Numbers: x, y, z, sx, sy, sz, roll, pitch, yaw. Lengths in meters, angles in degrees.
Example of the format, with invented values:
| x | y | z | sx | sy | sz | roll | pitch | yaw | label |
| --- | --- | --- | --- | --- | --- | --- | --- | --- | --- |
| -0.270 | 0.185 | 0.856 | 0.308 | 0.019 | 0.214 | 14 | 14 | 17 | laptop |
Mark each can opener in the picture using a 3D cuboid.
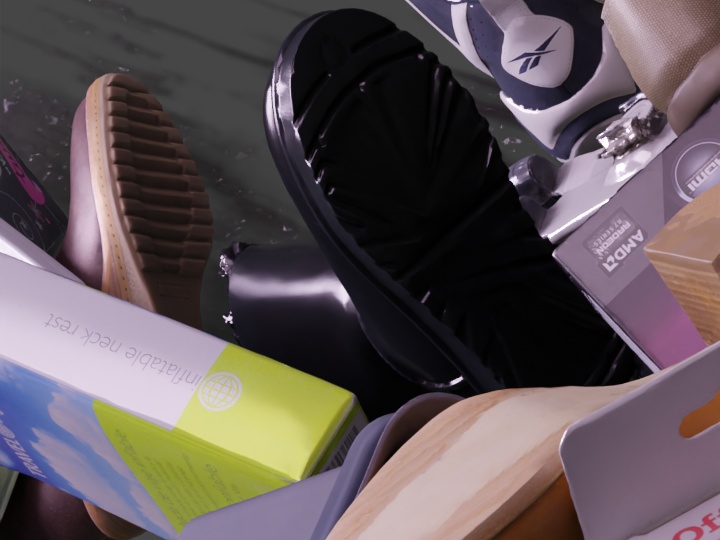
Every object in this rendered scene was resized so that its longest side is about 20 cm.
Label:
| x | y | z | sx | sy | sz | roll | pitch | yaw | label |
| --- | --- | --- | --- | --- | --- | --- | --- | --- | --- |
| 0.071 | -0.011 | 1.168 | 0.200 | 0.066 | 0.053 | -29 | 23 | 33 | can opener |

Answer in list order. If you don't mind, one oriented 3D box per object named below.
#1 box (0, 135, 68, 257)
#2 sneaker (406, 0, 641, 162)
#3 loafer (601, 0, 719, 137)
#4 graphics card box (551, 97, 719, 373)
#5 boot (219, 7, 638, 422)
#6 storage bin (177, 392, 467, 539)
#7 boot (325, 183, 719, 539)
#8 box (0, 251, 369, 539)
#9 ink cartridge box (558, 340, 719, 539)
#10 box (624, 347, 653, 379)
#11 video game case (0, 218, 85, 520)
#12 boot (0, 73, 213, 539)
| x | y | z | sx | sy | sz | roll | pitch | yaw | label |
| --- | --- | --- | --- | --- | --- | --- | --- | --- | --- |
| -0.242 | -0.051 | 1.371 | 0.115 | 0.200 | 0.132 | -34 | 12 | 12 | box |
| 0.055 | -0.146 | 1.261 | 0.079 | 0.130 | 0.199 | -29 | 37 | 19 | sneaker |
| 0.152 | -0.106 | 1.102 | 0.076 | 0.067 | 0.200 | -46 | -8 | 29 | loafer |
| 0.173 | 0.025 | 0.958 | 0.125 | 0.051 | 0.200 | -42 | 63 | 2 | graphics card box |
| 0.000 | -0.001 | 1.094 | 0.073 | 0.198 | 0.162 | -48 | 20 | -26 | boot |
| 0.020 | 0.152 | 0.943 | 0.134 | 0.200 | 0.146 | -17 | 41 | 49 | storage bin |
| 0.088 | 0.085 | 0.857 | 0.201 | 0.144 | 0.071 | -42 | 24 | -12 | boot |
| -0.076 | 0.062 | 1.127 | 0.200 | 0.122 | 0.048 | 21 | 66 | 29 | box |
| 0.138 | 0.111 | 0.823 | 0.115 | 0.200 | 0.068 | -28 | 32 | -15 | ink cartridge box |
| 0.191 | -0.009 | 1.054 | 0.200 | 0.046 | 0.159 | -42 | 35 | 2 | box |
| -0.197 | 0.064 | 1.276 | 0.143 | 0.018 | 0.200 | 34 | 110 | 38 | video game case |
| -0.142 | 0.029 | 1.279 | 0.166 | 0.072 | 0.200 | -23 | 65 | 29 | boot |
